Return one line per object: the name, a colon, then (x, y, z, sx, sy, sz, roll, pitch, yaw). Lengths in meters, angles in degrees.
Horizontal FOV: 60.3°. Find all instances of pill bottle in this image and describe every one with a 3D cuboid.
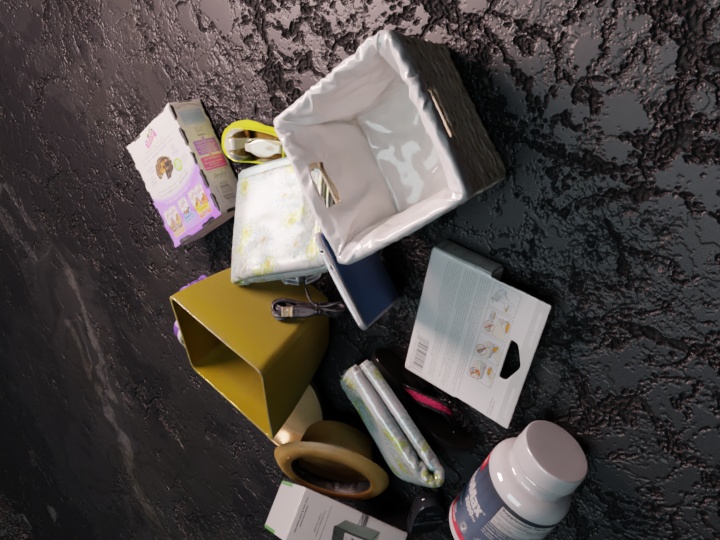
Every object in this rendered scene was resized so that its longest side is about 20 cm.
pill bottle: (0.210, 0.297, 0.826, 0.119, 0.119, 0.202, 39, 127, 19)

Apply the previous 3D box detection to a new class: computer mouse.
computer mouse: (0.096, 0.433, 1.032, 0.034, 0.057, 0.203, -109, 25, -52)
computer mouse: (-0.093, -0.006, 0.945, 0.044, 0.107, 0.203, 101, 159, -51)

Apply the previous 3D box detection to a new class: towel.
towel: (-0.111, -0.075, 0.886, 0.197, 0.048, 0.175, -8, 70, 37)
towel: (0.038, 0.228, 0.920, 0.202, 0.048, 0.171, 55, 167, 7)

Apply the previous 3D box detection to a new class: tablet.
tablet: (0.000, 0.000, 0.829, 0.013, 0.200, 0.132, -27, 90, 17)

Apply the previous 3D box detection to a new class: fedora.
fedora: (-0.043, 0.309, 1.034, 0.196, 0.083, 0.203, 11, 139, 9)

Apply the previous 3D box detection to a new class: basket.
basket: (0.040, -0.147, 0.744, 0.198, 0.160, 0.201, -26, 91, 38)

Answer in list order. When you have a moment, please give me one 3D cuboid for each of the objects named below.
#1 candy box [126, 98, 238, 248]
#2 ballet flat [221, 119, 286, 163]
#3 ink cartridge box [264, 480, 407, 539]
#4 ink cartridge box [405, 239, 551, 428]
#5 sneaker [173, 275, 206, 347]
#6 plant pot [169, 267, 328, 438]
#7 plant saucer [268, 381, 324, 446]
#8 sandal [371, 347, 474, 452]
candy box: (-0.304, -0.167, 1.085, 0.166, 0.071, 0.203, -23, 93, 42)
ballet flat: (-0.166, -0.196, 0.963, 0.197, 0.067, 0.068, 13, 114, 35)
ink cartridge box: (-0.042, 0.430, 1.024, 0.198, 0.085, 0.146, 29, 158, -14)
ink cartridge box: (0.156, 0.084, 0.833, 0.172, 0.043, 0.203, 27, 123, 27)
sneaker: (-0.289, 0.066, 1.081, 0.082, 0.200, 0.081, 29, 107, -6)
plant pot: (-0.155, 0.101, 0.982, 0.198, 0.176, 0.202, 33, 146, 23)
plant saucer: (-0.134, 0.239, 1.138, 0.197, 0.035, 0.204, 16, 117, 33)
sandal: (0.094, 0.182, 0.908, 0.200, 0.075, 0.045, 47, 115, 18)
